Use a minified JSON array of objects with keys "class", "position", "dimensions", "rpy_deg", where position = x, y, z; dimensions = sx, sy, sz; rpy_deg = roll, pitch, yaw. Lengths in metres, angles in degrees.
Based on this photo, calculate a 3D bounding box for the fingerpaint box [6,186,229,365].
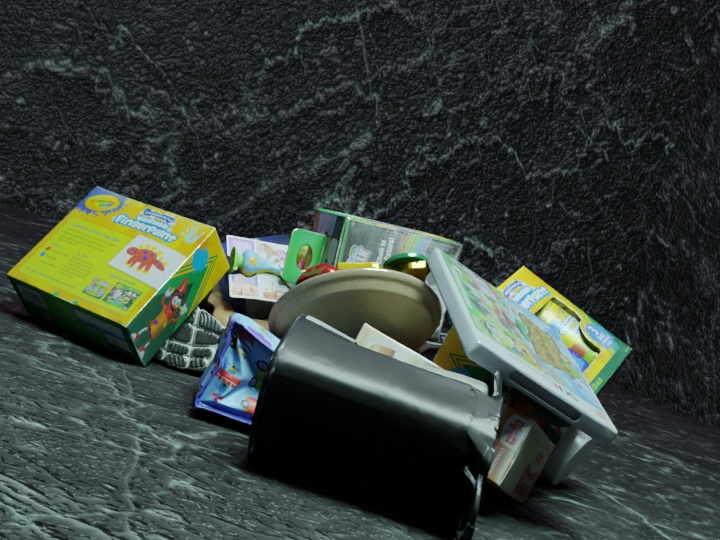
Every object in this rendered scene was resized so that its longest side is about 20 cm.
[{"class":"fingerpaint box","position":[-0.283,0.002,1.264],"dimensions":[0.198,0.167,0.074],"rpy_deg":[18,-37,29]}]

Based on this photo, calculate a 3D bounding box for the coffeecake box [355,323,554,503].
[{"class":"coffeecake box","position":[0.087,0.148,1.094],"dimensions":[0.198,0.074,0.154],"rpy_deg":[28,-8,24]}]

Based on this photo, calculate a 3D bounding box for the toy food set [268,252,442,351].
[{"class":"toy food set","position":[-0.004,0.050,1.173],"dimensions":[0.194,0.049,0.201],"rpy_deg":[-1,-35,-7]}]

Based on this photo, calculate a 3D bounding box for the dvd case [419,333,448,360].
[{"class":"dvd case","position":[0.066,0.134,1.491],"dimensions":[0.199,0.149,0.025],"rpy_deg":[15,44,-63]}]

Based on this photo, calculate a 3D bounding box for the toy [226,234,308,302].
[{"class":"toy","position":[-0.071,-0.005,1.380],"dimensions":[0.197,0.048,0.116],"rpy_deg":[6,41,-16]}]

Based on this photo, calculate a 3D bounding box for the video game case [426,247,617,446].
[{"class":"video game case","position":[0.156,0.071,1.065],"dimensions":[0.181,0.022,0.201],"rpy_deg":[33,17,-22]}]

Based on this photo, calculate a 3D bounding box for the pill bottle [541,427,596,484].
[{"class":"pill bottle","position":[0.195,0.164,1.332],"dimensions":[0.200,0.113,0.113],"rpy_deg":[44,13,23]}]

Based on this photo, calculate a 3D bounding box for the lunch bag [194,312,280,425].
[{"class":"lunch bag","position":[-0.062,0.130,1.099],"dimensions":[0.198,0.095,0.151],"rpy_deg":[27,-2,-7]}]

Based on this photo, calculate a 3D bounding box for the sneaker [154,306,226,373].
[{"class":"sneaker","position":[-0.174,0.100,1.280],"dimensions":[0.197,0.078,0.085],"rpy_deg":[22,-17,7]}]

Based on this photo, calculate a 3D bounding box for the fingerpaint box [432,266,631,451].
[{"class":"fingerpaint box","position":[0.200,0.099,1.237],"dimensions":[0.166,0.074,0.199],"rpy_deg":[38,34,15]}]

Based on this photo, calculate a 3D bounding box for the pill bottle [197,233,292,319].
[{"class":"pill bottle","position":[-0.127,0.010,1.473],"dimensions":[0.197,0.114,0.112],"rpy_deg":[-9,8,-13]}]

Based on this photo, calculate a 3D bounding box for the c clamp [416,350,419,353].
[{"class":"c clamp","position":[0.054,0.139,1.243],"dimensions":[0.168,0.027,0.201],"rpy_deg":[-12,43,-17]}]

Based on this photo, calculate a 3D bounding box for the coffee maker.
[{"class":"coffee maker","position":[0.012,0.127,0.900],"dimensions":[0.197,0.137,0.192],"rpy_deg":[17,2,3]}]

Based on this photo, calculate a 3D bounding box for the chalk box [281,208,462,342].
[{"class":"chalk box","position":[0.000,0.000,1.292],"dimensions":[0.197,0.127,0.124],"rpy_deg":[13,4,-20]}]

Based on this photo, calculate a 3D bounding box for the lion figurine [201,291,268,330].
[{"class":"lion figurine","position":[-0.129,0.078,1.344],"dimensions":[0.196,0.074,0.123],"rpy_deg":[3,13,4]}]
